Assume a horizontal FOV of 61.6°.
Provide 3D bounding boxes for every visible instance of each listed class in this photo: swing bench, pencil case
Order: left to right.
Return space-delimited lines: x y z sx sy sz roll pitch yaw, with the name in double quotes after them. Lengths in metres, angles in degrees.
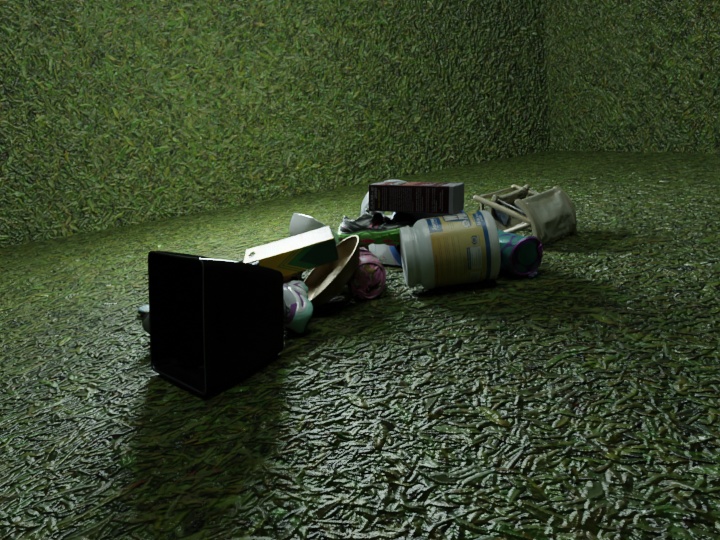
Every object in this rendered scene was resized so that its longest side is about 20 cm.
0.000 0.000 1.355 0.084 0.086 0.200 -10 15 -8 "pencil case"
0.326 -0.046 1.344 0.089 0.088 0.200 -11 14 -13 "pencil case"
0.433 -0.147 1.584 0.196 0.134 0.197 -19 18 -40 "swing bench"

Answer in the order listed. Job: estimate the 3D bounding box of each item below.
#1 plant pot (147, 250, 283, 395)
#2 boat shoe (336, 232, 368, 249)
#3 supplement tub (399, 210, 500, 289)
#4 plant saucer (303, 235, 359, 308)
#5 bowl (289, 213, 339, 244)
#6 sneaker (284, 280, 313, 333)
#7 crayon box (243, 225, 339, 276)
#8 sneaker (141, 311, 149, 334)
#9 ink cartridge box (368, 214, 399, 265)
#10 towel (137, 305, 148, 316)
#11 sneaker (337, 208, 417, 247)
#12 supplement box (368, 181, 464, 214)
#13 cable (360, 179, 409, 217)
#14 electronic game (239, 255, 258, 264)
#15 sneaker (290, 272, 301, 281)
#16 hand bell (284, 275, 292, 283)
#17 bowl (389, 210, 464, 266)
-0.235 0.070 1.019 0.174 0.208 0.196 -7 9 -43 "plant pot"
-0.058 -0.072 1.713 0.193 0.075 0.068 -1 8 -12 "boat shoe"
0.186 -0.042 1.280 0.193 0.150 0.145 -8 14 -1 "supplement tub"
-0.063 0.012 1.281 0.200 0.035 0.201 -43 16 16 "plant saucer"
-0.089 -0.060 1.516 0.197 0.076 0.199 33 -4 -25 "bowl"
-0.171 0.041 1.178 0.137 0.079 0.200 28 2 -19 "sneaker"
-0.148 -0.034 1.292 0.194 0.053 0.126 -15 17 -3 "crayon box"
-0.387 0.098 1.252 0.077 0.078 0.199 -14 3 23 "sneaker"
0.109 -0.076 1.512 0.196 0.121 0.066 5 14 45 "ink cartridge box"
-0.409 0.073 1.429 0.144 0.022 0.197 5 20 45 "towel"
0.042 -0.102 1.363 0.193 0.087 0.077 -2 -18 10 "sneaker"
0.124 -0.163 1.339 0.194 0.063 0.108 4 12 22 "supplement box"
0.095 -0.142 1.630 0.195 0.202 0.070 -21 30 23 "cable"
-0.267 -0.010 1.443 0.195 0.043 0.200 -26 11 5 "electronic game"
-0.168 0.014 1.470 0.074 0.073 0.199 17 29 22 "sneaker"
-0.213 0.037 1.314 0.101 0.108 0.198 1 13 31 "hand bell"
0.158 -0.089 1.401 0.194 0.207 0.040 -6 -22 6 "bowl"
